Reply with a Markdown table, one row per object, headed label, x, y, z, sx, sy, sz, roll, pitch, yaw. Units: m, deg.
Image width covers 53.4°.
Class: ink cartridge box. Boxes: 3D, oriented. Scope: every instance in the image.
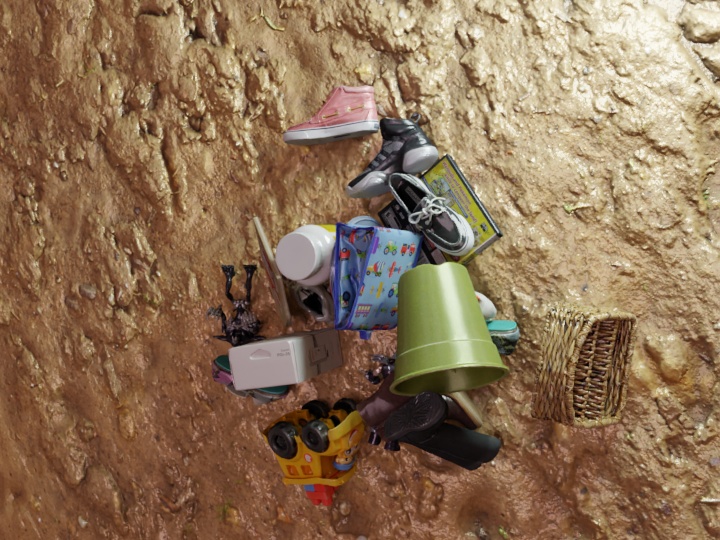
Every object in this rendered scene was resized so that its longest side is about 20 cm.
| label | x | y | z | sx | sy | sz | roll | pitch | yaw |
| --- | --- | --- | --- | --- | --- | --- | --- | --- | --- |
| ink cartridge box | -0.143 | 0.170 | 1.395 | 0.145 | 0.200 | 0.084 | -10 | 89 | 23 |

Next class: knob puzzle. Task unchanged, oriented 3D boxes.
| label | x | y | z | sx | sy | sz | roll | pitch | yaw |
| --- | --- | --- | --- | --- | --- | --- | --- | --- | --- |
| knob puzzle | -0.160 | 0.021 | 1.411 | 0.030 | 0.220 | 0.222 | -17 | 85 | -12 |

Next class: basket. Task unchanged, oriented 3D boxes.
| label | x | y | z | sx | sy | sz | roll | pitch | yaw |
| --- | --- | --- | --- | --- | --- | --- | --- | --- | --- |
| basket | 0.378 | 0.163 | 1.208 | 0.148 | 0.142 | 0.202 | 11 | 97 | 22 |

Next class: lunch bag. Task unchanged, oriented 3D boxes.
| label | x | y | z | sx | sy | sz | roll | pitch | yaw |
| --- | --- | --- | --- | --- | --- | --- | --- | --- | --- |
| lunch bag | 0.026 | 0.024 | 1.273 | 0.093 | 0.150 | 0.202 | 9 | 93 | 39 |

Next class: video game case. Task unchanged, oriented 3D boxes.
| label | x | y | z | sx | sy | sz | roll | pitch | yaw |
| --- | --- | --- | --- | --- | --- | --- | --- | --- | --- |
| video game case | 0.142 | -0.086 | 1.324 | 0.180 | 0.025 | 0.201 | -40 | 58 | 20 |

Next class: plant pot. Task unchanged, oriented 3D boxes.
| label | x | y | z | sx | sy | sz | roll | pitch | yaw |
| --- | --- | --- | --- | --- | --- | --- | --- | --- | --- |
| plant pot | 0.136 | 0.094 | 1.201 | 0.198 | 0.200 | 0.192 | -15 | 68 | 22 |

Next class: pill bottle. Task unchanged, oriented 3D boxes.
| label | x | y | z | sx | sy | sz | roll | pitch | yaw |
| --- | --- | --- | --- | --- | --- | --- | --- | --- | --- |
| pill bottle | -0.077 | -0.030 | 1.356 | 0.111 | 0.200 | 0.114 | 1 | 93 | 23 |

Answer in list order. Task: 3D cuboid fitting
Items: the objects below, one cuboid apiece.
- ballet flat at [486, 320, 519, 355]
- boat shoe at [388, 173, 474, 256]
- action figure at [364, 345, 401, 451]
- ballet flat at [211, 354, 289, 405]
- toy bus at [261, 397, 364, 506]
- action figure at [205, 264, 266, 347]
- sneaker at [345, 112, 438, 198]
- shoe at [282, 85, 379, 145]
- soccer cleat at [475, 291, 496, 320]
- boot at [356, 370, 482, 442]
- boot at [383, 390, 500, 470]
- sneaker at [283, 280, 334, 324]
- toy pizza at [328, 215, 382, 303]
| label | x | y | z | sx | sy | sz | roll | pitch | yaw |
| --- | --- | --- | --- | --- | --- | --- | --- | --- | --- |
| ballet flat | 0.193 | 0.121 | 1.328 | 0.198 | 0.074 | 0.075 | 8 | 96 | 25 |
| boat shoe | 0.122 | -0.105 | 1.278 | 0.074 | 0.068 | 0.200 | -44 | 63 | 19 |
| action figure | 0.061 | 0.241 | 1.390 | 0.129 | 0.069 | 0.202 | 13 | 94 | 29 |
| ballet flat | -0.233 | 0.243 | 1.517 | 0.198 | 0.069 | 0.072 | 19 | 118 | 25 |
| toy bus | -0.071 | 0.363 | 1.404 | 0.199 | 0.135 | 0.194 | -14 | 95 | 37 |
| action figure | -0.261 | 0.089 | 1.496 | 0.118 | 0.102 | 0.202 | 0 | 92 | 11 |
| sneaker | 0.047 | -0.220 | 1.368 | 0.199 | 0.075 | 0.115 | -25 | 74 | 26 |
| shoe | -0.061 | -0.305 | 1.409 | 0.198 | 0.071 | 0.092 | -6 | 89 | 17 |
| soccer cleat | 0.163 | 0.044 | 1.336 | 0.199 | 0.077 | 0.070 | 29 | 93 | 38 |
| boot | 0.111 | 0.264 | 1.331 | 0.166 | 0.072 | 0.200 | -43 | 105 | 11 |
| boot | 0.165 | 0.286 | 1.252 | 0.165 | 0.199 | 0.066 | -35 | 33 | 51 |
| sneaker | -0.114 | 0.027 | 1.442 | 0.200 | 0.081 | 0.075 | 45 | 110 | 16 |
| toy pizza | 0.000 | 0.000 | 1.332 | 0.031 | 0.199 | 0.203 | 2 | 94 | 37 |
